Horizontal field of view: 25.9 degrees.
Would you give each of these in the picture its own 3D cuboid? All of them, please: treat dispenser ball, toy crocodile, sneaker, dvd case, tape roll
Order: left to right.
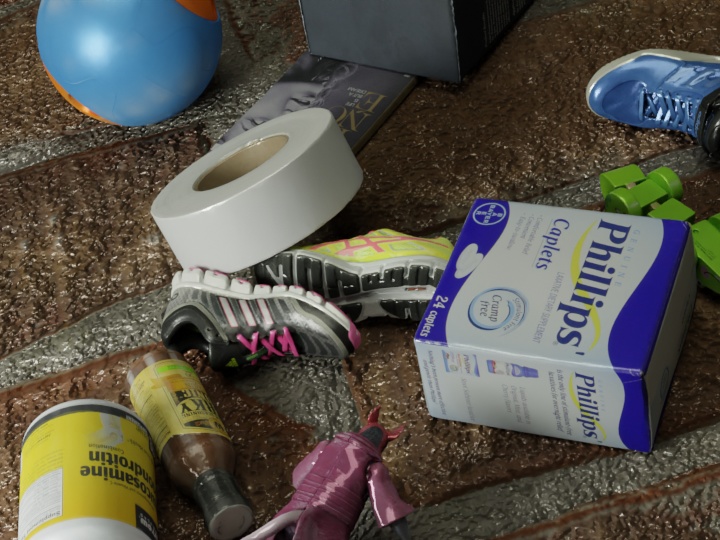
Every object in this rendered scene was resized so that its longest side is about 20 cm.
[{"bbox_3d":[-0.251,-0.257,1.702,0.200,0.201,0.201,-8,42,7],"label":"treat dispenser ball"},{"bbox_3d":[-0.097,0.060,1.421,0.199,0.074,0.088,12,57,22],"label":"sneaker"},{"bbox_3d":[-0.099,-0.077,1.509,0.202,0.071,0.203,-26,19,10],"label":"tape roll"},{"bbox_3d":[-0.051,-0.164,1.686,0.148,0.016,0.200,17,51,29],"label":"dvd case"},{"bbox_3d":[0.000,0.000,1.463,0.199,0.078,0.090,4,34,14],"label":"sneaker"},{"bbox_3d":[0.286,-0.036,1.430,0.067,0.062,0.200,-27,48,-22],"label":"toy crocodile"},{"bbox_3d":[0.321,-0.160,1.533,0.199,0.077,0.111,1,35,7],"label":"sneaker"}]

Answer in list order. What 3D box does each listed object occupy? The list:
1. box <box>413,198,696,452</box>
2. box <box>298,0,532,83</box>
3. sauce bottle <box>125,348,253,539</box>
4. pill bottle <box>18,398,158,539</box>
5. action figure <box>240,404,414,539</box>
[{"bbox_3d":[0.171,0.042,1.340,0.199,0.105,0.184,7,47,21],"label":"box"},{"bbox_3d":[0.065,-0.323,1.737,0.199,0.124,0.197,15,44,29],"label":"box"},{"bbox_3d":[-0.144,0.149,1.342,0.064,0.065,0.200,-25,45,-11],"label":"sauce bottle"},{"bbox_3d":[-0.219,0.209,1.261,0.111,0.112,0.200,-13,43,1],"label":"pill bottle"},{"bbox_3d":[-0.034,0.183,1.223,0.134,0.149,0.200,14,63,35],"label":"action figure"}]
